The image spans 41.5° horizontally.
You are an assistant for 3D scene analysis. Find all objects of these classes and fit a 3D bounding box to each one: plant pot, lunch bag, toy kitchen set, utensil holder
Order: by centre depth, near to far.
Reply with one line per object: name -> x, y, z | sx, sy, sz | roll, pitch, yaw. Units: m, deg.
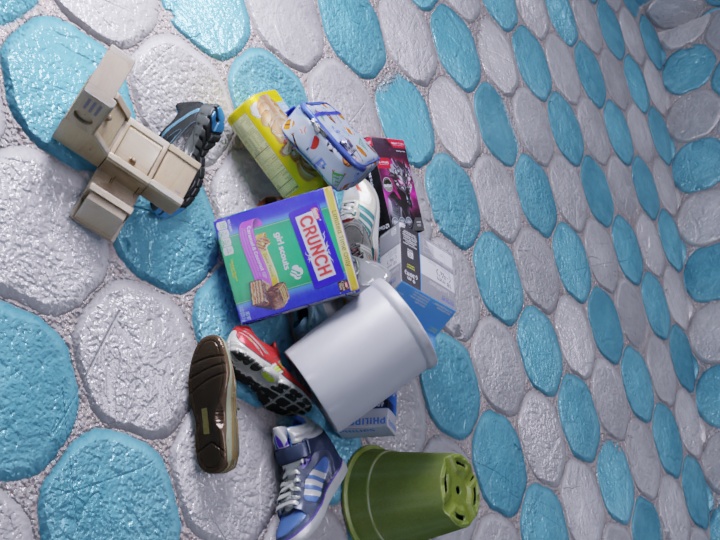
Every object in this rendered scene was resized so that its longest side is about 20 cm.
toy kitchen set -> -0.316, -0.151, 1.294 | 0.198, 0.180, 0.165 | 33, 62, -20
utensil holder -> -0.002, 0.138, 1.541 | 0.198, 0.170, 0.172 | -34, 108, -10
lunch bag -> -0.050, -0.214, 1.581 | 0.161, 0.075, 0.200 | 49, 14, 2
plant pot -> 0.101, 0.392, 1.656 | 0.199, 0.188, 0.204 | 27, 55, -46

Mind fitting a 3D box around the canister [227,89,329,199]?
canister -> -0.128, -0.204, 1.629 | 0.201, 0.086, 0.149 | 53, 19, -4

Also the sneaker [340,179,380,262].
sneaker -> -0.013, -0.092, 1.801 | 0.093, 0.069, 0.204 | 19, 64, -54

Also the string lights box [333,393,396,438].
string lights box -> 0.011, 0.189, 1.683 | 0.059, 0.101, 0.204 | 55, 34, -59

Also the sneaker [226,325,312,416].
sneaker -> -0.140, 0.159, 1.528 | 0.200, 0.076, 0.086 | 49, 32, -34

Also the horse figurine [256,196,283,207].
horse figurine -> -0.114, -0.075, 1.670 | 0.199, 0.050, 0.134 | 33, 41, -36

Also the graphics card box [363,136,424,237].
graphics card box -> 0.060, -0.171, 1.952 | 0.125, 0.050, 0.204 | -3, 79, -54

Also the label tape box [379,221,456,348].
label tape box -> 0.105, 0.033, 1.729 | 0.143, 0.063, 0.203 | 28, 45, -33

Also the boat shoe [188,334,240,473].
boat shoe -> -0.212, 0.200, 1.426 | 0.076, 0.070, 0.204 | 21, 66, -64

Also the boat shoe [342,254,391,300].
boat shoe -> -0.029, 0.007, 1.617 | 0.197, 0.067, 0.075 | -2, 65, -26

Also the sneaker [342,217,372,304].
sneaker -> 0.000, 0.000, 1.716 | 0.077, 0.082, 0.203 | -19, 115, -12

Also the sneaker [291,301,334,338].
sneaker -> -0.079, 0.108, 1.638 | 0.081, 0.074, 0.203 | -22, 84, -40

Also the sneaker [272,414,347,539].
sneaker -> -0.111, 0.323, 1.502 | 0.147, 0.080, 0.201 | 52, 43, -14

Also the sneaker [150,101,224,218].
sneaker -> -0.282, -0.173, 1.480 | 0.073, 0.081, 0.203 | 65, 44, -60

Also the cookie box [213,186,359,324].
cookie box -> -0.115, -0.023, 1.522 | 0.075, 0.196, 0.174 | 82, -8, -88
